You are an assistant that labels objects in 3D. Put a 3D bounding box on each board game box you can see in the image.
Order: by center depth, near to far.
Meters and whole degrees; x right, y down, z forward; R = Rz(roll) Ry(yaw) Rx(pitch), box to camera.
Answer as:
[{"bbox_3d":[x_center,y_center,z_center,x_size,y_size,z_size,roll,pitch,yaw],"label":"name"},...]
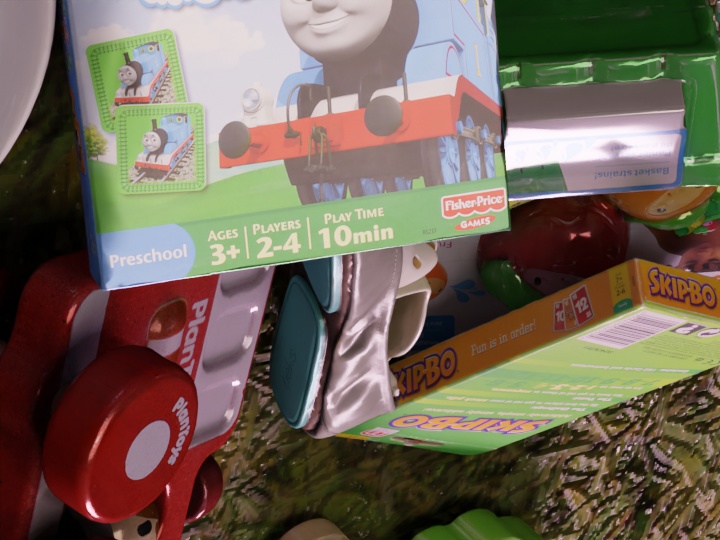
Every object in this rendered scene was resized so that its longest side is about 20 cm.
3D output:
[{"bbox_3d":[-0.030,-0.103,0.771,0.150,0.037,0.201,-9,105,-11],"label":"board game box"},{"bbox_3d":[0.083,0.044,1.000,0.095,0.030,0.200,12,151,-40],"label":"board game box"}]

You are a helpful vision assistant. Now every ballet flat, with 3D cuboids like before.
[{"bbox_3d":[0.000,0.000,0.920,0.063,0.068,0.200,-16,150,-16],"label":"ballet flat"}]

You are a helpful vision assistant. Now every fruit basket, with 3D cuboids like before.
[{"bbox_3d":[0.092,-0.031,0.956,0.184,0.094,0.201,-3,130,-3],"label":"fruit basket"}]

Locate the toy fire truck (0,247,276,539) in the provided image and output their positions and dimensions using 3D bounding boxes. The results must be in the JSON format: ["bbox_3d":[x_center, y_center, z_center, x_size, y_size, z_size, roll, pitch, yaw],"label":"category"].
[{"bbox_3d":[-0.102,0.074,0.912,0.168,0.112,0.201,-19,128,-52],"label":"toy fire truck"}]

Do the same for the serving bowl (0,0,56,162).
[{"bbox_3d":[-0.205,-0.093,0.738,0.199,0.066,0.201,-13,125,-19],"label":"serving bowl"}]

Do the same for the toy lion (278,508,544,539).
[{"bbox_3d":[0.011,0.206,1.109,0.191,0.069,0.201,16,109,-49],"label":"toy lion"}]
